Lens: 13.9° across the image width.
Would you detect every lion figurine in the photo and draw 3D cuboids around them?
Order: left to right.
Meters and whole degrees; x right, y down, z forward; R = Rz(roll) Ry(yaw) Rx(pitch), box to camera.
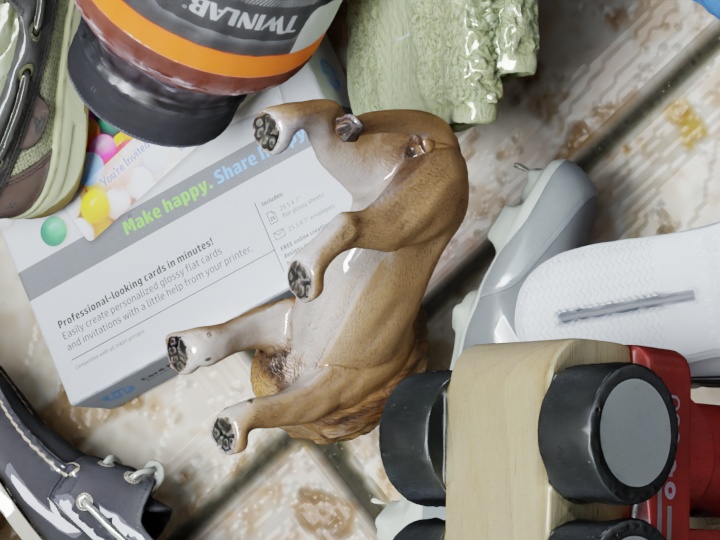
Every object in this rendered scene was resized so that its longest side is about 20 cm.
[{"bbox_3d":[0.000,0.000,1.099,0.072,0.122,0.200,55,138,22],"label":"lion figurine"}]

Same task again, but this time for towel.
[{"bbox_3d":[0.028,-0.146,1.132,0.036,0.148,0.200,4,83,-20],"label":"towel"}]

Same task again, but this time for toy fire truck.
[{"bbox_3d":[0.097,0.118,1.023,0.129,0.200,0.176,-6,81,45],"label":"toy fire truck"}]

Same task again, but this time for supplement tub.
[{"bbox_3d":[-0.045,-0.139,1.106,0.107,0.107,0.200,45,132,19],"label":"supplement tub"}]

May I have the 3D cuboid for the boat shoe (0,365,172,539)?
[{"bbox_3d":[-0.096,0.107,1.204,0.063,0.073,0.200,-39,76,3],"label":"boat shoe"}]

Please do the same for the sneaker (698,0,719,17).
[{"bbox_3d":[0.126,-0.119,1.090,0.200,0.066,0.078,13,130,53],"label":"sneaker"}]

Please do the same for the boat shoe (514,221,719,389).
[{"bbox_3d":[0.155,0.006,1.045,0.200,0.071,0.072,-3,90,25],"label":"boat shoe"}]

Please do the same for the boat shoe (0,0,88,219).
[{"bbox_3d":[-0.148,-0.116,1.175,0.072,0.066,0.201,5,102,28],"label":"boat shoe"}]

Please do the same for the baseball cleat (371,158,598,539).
[{"bbox_3d":[0.073,0.062,1.139,0.106,0.070,0.200,24,104,15],"label":"baseball cleat"}]

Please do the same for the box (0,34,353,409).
[{"bbox_3d":[-0.085,-0.066,1.222,0.156,0.041,0.200,-27,75,19],"label":"box"}]
